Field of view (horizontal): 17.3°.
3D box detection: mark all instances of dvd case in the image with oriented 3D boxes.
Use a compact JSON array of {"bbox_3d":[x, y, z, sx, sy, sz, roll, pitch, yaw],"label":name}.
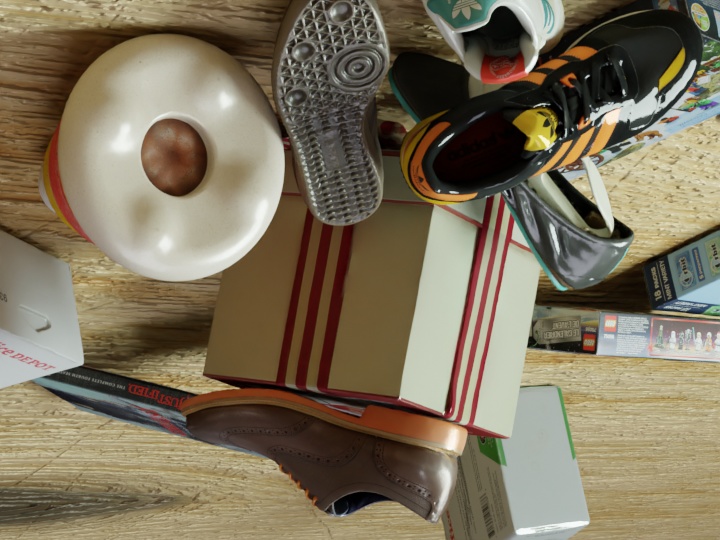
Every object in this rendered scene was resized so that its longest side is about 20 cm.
[{"bbox_3d":[-0.166,0.114,1.948,0.200,0.022,0.146,12,168,17],"label":"dvd case"}]

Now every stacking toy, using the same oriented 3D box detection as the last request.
[{"bbox_3d":[-0.152,-0.061,1.454,0.146,0.146,0.200,1,175,-31],"label":"stacking toy"}]

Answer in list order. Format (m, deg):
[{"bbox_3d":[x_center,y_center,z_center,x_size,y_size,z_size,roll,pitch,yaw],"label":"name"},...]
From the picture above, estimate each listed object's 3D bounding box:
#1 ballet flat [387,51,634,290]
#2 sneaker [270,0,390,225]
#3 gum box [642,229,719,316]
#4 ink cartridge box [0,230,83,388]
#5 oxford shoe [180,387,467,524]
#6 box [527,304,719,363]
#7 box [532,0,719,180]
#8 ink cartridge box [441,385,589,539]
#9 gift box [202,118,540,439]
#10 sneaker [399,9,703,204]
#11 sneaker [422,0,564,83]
[{"bbox_3d":[0.103,-0.075,1.491,0.068,0.068,0.200,-31,114,27],"label":"ballet flat"},{"bbox_3d":[-0.024,-0.115,1.421,0.070,0.076,0.200,-9,140,-8],"label":"sneaker"},{"bbox_3d":[0.366,-0.013,1.962,0.170,0.045,0.200,6,155,-41],"label":"gum box"},{"bbox_3d":[-0.320,0.041,1.680,0.200,0.084,0.145,-16,161,18],"label":"ink cartridge box"},{"bbox_3d":[-0.032,0.120,1.537,0.200,0.073,0.071,7,171,26],"label":"oxford shoe"},{"bbox_3d":[0.227,0.054,2.017,0.200,0.040,0.137,5,179,-38],"label":"box"},{"bbox_3d":[0.170,-0.120,1.546,0.200,0.038,0.137,-25,157,36],"label":"box"},{"bbox_3d":[0.145,0.214,2.357,0.083,0.147,0.200,-6,162,-18],"label":"ink cartridge box"},{"bbox_3d":[0.000,0.000,1.585,0.200,0.187,0.185,7,171,28],"label":"gift box"},{"bbox_3d":[0.118,-0.092,1.405,0.200,0.070,0.090,-26,-172,3],"label":"sneaker"},{"bbox_3d":[0.074,-0.140,1.343,0.070,0.093,0.200,-15,161,13],"label":"sneaker"}]
